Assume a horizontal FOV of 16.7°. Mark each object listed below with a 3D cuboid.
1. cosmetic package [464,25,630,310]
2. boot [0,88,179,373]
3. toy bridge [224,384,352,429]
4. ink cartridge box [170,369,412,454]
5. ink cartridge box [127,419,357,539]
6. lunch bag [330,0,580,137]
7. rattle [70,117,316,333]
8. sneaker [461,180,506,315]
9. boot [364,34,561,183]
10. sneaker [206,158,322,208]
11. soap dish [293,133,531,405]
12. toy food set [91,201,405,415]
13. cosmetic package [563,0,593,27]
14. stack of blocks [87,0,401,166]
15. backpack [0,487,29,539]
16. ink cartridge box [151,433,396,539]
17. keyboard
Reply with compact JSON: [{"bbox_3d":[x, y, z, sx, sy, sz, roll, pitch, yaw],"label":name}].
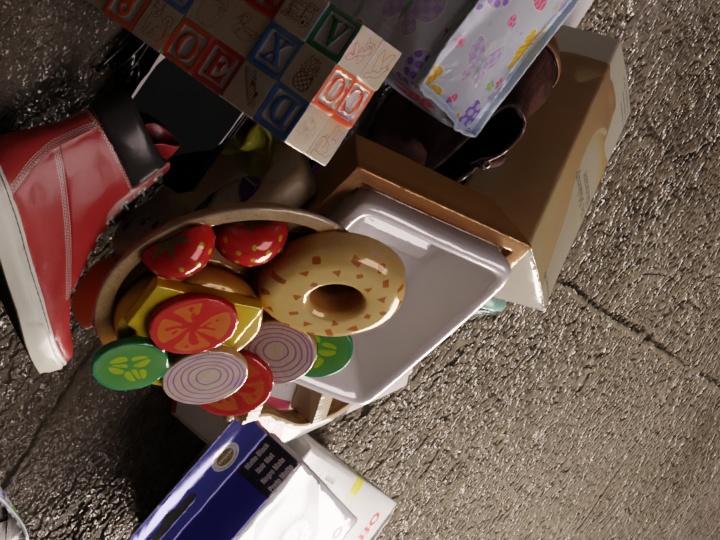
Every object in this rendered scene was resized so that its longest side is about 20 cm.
[{"bbox_3d":[0.142,-0.082,1.916,0.105,0.071,0.201,70,40,-58],"label":"cosmetic package"},{"bbox_3d":[-0.178,-0.026,1.629,0.143,0.073,0.201,-24,139,-17],"label":"boot"},{"bbox_3d":[-0.033,0.087,1.866,0.199,0.027,0.068,-17,135,-46],"label":"toy bridge"},{"bbox_3d":[-0.041,0.045,1.924,0.199,0.084,0.146,-23,138,-42],"label":"ink cartridge box"},{"bbox_3d":[-0.106,0.225,1.896,0.200,0.041,0.200,-49,149,-5],"label":"ink cartridge box"},{"bbox_3d":[0.061,-0.227,1.712,0.200,0.169,0.127,-50,148,-2],"label":"lunch bag"},{"bbox_3d":[-0.140,-0.060,1.691,0.199,0.131,0.143,-27,137,3],"label":"rattle"},{"bbox_3d":[0.080,-0.031,2.037,0.077,0.141,0.200,-6,179,-8],"label":"sneaker"},{"bbox_3d":[0.060,-0.104,1.825,0.200,0.072,0.167,-35,-166,30],"label":"boot"},{"bbox_3d":[-0.027,-0.059,1.845,0.199,0.080,0.084,3,112,-53],"label":"sneaker"},{"bbox_3d":[0.000,0.000,1.749,0.157,0.082,0.200,23,131,-29],"label":"soap dish"},{"bbox_3d":[-0.082,0.028,1.657,0.199,0.049,0.198,12,136,-30],"label":"toy food set"},{"bbox_3d":[0.146,-0.254,1.930,0.201,0.052,0.151,-57,149,4],"label":"cosmetic package"},{"bbox_3d":[-0.071,-0.169,1.541,0.116,0.200,0.059,-56,150,4],"label":"stack of blocks"},{"bbox_3d":[-0.320,0.167,1.569,0.178,0.150,0.200,-47,156,-16],"label":"backpack"},{"bbox_3d":[-0.073,0.206,2.046,0.145,0.083,0.200,-52,150,-3],"label":"ink cartridge box"},{"bbox_3d":[-0.101,-0.159,1.647,0.104,0.040,0.201,35,93,-22],"label":"keyboard"}]
